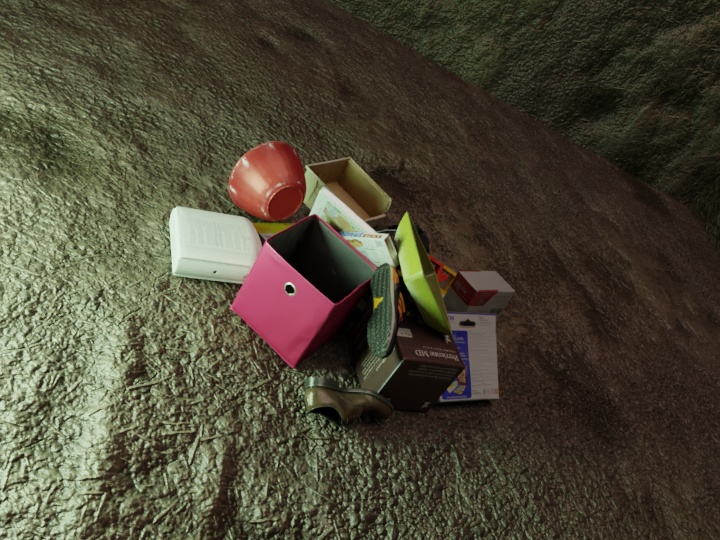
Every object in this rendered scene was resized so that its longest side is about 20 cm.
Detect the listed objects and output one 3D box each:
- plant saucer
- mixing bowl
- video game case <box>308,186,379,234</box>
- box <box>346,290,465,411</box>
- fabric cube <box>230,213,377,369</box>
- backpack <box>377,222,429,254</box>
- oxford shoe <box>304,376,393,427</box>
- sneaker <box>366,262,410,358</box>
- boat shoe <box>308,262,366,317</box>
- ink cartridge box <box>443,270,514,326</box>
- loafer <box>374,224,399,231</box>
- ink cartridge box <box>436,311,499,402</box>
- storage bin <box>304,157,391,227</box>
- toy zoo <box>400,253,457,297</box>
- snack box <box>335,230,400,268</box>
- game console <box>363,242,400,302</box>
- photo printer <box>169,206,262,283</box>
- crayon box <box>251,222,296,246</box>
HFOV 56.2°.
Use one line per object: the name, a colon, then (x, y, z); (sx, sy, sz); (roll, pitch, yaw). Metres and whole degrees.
plant saucer: (0.125, 0.013, 1.417); (0.202, 0.047, 0.201); (-99, 165, -48)
mixing bowl: (-0.204, -0.192, 1.607); (0.198, 0.202, 0.109); (-3, 42, -42)
video game case: (-0.034, -0.071, 1.502); (0.199, 0.182, 0.023); (41, 60, 4)
box: (0.092, 0.171, 1.457); (0.164, 0.165, 0.202); (11, 40, -30)
fabric cube: (-0.117, 0.040, 1.410); (0.196, 0.200, 0.200); (41, 34, 9)
backpack: (0.081, -0.027, 1.711); (0.197, 0.126, 0.170); (3, 64, -36)
oxford shoe: (-0.023, 0.275, 1.332); (0.197, 0.073, 0.086); (16, 54, -23)
sneaker: (0.069, 0.086, 1.343); (0.089, 0.070, 0.203); (27, 51, -34)
boat shoe: (-0.046, 0.026, 1.538); (0.200, 0.072, 0.065); (43, 63, 7)
ink cartridge box: (0.264, 0.104, 1.653); (0.145, 0.202, 0.083); (1, 37, -40)
loafer: (0.047, -0.092, 1.824); (0.073, 0.072, 0.199); (44, 35, 15)
ink cartridge box: (0.240, 0.201, 1.567); (0.195, 0.047, 0.204); (5, 77, -35)
storage bin: (-0.044, -0.203, 1.862); (0.199, 0.094, 0.199); (46, 35, 17)
toy zoo: (0.172, 0.041, 1.671); (0.199, 0.133, 0.020); (31, -11, -36)
snack box: (-0.003, -0.047, 1.445); (0.024, 0.198, 0.073); (-43, 122, -31)
game console: (0.000, 0.000, 1.597); (0.175, 0.031, 0.202); (26, 77, 0)
photo printer: (-0.309, -0.053, 1.461); (0.197, 0.070, 0.168); (7, 45, -28)
crayon box: (-0.163, -0.063, 1.601); (0.198, 0.051, 0.127); (-3, 33, -42)
